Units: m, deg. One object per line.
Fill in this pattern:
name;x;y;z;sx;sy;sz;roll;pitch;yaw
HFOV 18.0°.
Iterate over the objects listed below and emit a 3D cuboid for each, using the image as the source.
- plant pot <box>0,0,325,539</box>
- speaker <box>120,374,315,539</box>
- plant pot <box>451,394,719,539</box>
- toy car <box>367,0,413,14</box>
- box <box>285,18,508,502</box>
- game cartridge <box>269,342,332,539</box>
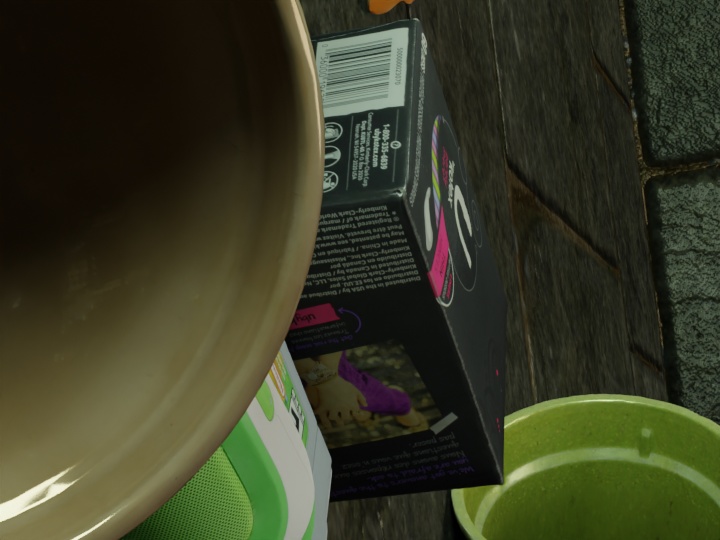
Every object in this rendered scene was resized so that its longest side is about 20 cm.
plant pot;-0.116;-0.027;0.545;0.093;0.200;0.202;19;-54;58
speaker;-0.078;0.036;0.767;0.201;0.088;0.089;66;20;-48
plant pot;0.160;0.214;1.497;0.201;0.199;0.185;-78;167;-56
toy car;0.048;-0.253;1.399;0.201;0.183;0.177;-67;161;-6
box;0.000;0.000;1.073;0.201;0.105;0.123;69;19;-44
game cartridge;-0.054;0.074;0.956;0.134;0.040;0.201;-79;157;-44
